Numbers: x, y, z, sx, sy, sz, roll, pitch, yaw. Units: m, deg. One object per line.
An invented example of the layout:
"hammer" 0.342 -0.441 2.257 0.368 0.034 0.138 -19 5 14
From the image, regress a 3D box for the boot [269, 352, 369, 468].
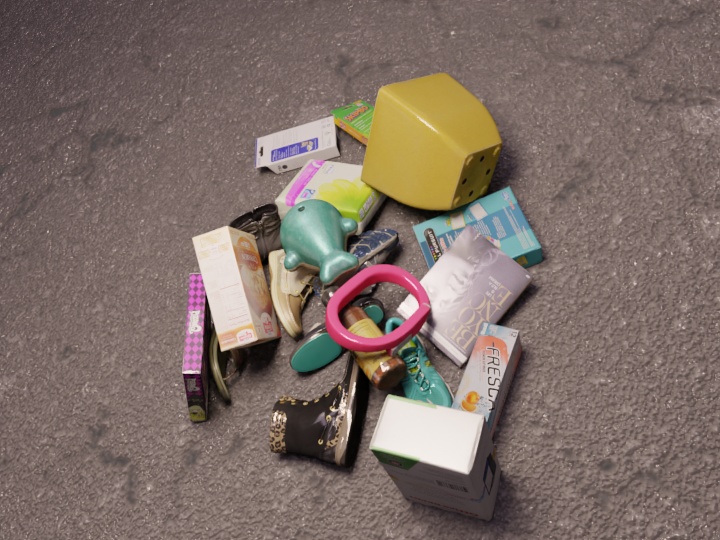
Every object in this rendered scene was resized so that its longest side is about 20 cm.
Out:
"boot" -0.067 0.225 1.140 0.147 0.073 0.204 -1 62 20

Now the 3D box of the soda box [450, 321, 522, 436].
"soda box" 0.196 0.187 1.064 0.062 0.069 0.203 12 61 27

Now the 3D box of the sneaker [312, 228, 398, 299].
"sneaker" 0.000 0.000 1.264 0.199 0.086 0.077 -40 34 -17

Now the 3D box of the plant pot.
"plant pot" 0.146 -0.223 1.257 0.193 0.197 0.199 -23 50 -37

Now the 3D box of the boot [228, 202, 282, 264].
"boot" -0.236 -0.051 1.352 0.198 0.132 0.070 -36 52 -6

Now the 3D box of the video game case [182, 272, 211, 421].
"video game case" -0.293 0.140 1.215 0.035 0.183 0.203 1 54 -9

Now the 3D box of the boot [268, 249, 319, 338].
"boot" -0.092 0.021 1.288 0.152 0.073 0.203 -19 50 5

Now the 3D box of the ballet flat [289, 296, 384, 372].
"ballet flat" -0.044 0.111 1.217 0.198 0.073 0.074 -34 51 4

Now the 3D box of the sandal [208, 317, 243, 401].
"sandal" -0.247 0.144 1.262 0.056 0.081 0.204 -5 54 0

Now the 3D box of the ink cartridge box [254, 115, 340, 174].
"ink cartridge box" -0.144 -0.281 1.535 0.196 0.039 0.101 -12 54 11

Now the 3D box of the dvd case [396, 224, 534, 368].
"dvd case" 0.179 0.041 1.160 0.148 0.016 0.201 40 86 18

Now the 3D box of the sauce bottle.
"sauce bottle" 0.000 0.107 1.125 0.065 0.066 0.201 -35 54 -6

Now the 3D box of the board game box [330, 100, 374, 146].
"board game box" 0.025 -0.316 1.482 0.094 0.030 0.200 -26 51 -28

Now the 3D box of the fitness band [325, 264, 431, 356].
"fitness band" 0.030 0.062 1.103 0.142 0.038 0.199 33 47 21

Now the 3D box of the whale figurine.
"whale figurine" -0.076 -0.057 1.222 0.157 0.105 0.201 -30 38 -6

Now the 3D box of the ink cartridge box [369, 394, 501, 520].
"ink cartridge box" 0.113 0.270 0.958 0.142 0.201 0.089 7 55 25

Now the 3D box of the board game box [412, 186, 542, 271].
"board game box" 0.211 -0.050 1.235 0.196 0.047 0.153 -22 53 6

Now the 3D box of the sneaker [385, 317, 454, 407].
"sneaker" 0.089 0.164 1.114 0.077 0.080 0.202 -29 52 -1

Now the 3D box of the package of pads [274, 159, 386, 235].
"package of pads" -0.052 -0.153 1.374 0.196 0.069 0.155 12 46 25

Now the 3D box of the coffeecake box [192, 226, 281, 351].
"coffeecake box" -0.220 0.035 1.222 0.072 0.153 0.204 -16 85 7
